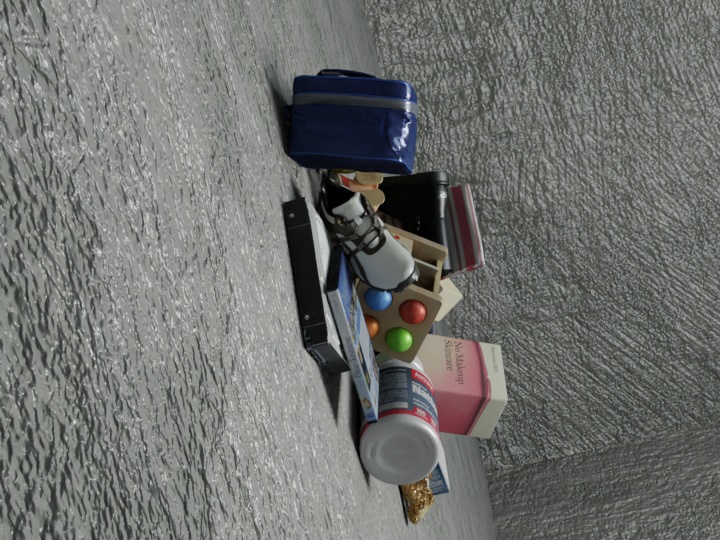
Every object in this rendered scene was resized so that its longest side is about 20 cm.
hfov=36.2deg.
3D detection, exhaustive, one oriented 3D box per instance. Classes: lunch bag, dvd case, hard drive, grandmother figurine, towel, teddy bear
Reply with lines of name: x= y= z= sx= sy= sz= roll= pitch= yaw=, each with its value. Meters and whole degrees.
lunch bag: x=-0.016 y=-0.217 z=1.575 sx=0.136 sy=0.196 sz=0.135 roll=32 pitch=63 yaw=-82
dvd case: x=-0.008 y=0.084 z=1.477 sx=0.143 sy=0.017 sz=0.203 roll=-86 pitch=161 yaw=-67
hard drive: x=-0.054 y=0.022 z=1.446 sx=0.140 sy=0.037 sz=0.204 roll=59 pitch=20 yaw=-66
grandmother figurine: x=-0.003 y=-0.093 z=1.757 sx=0.201 sy=0.059 sz=0.123 roll=112 pitch=-16 yaw=-64
towel: x=0.108 y=-0.046 z=1.814 sx=0.030 sy=0.197 sz=0.149 roll=22 pitch=53 yaw=-55
teddy bear: x=0.088 y=0.341 z=1.922 sx=0.145 sy=0.065 sz=0.204 roll=-50 pitch=133 yaw=-69

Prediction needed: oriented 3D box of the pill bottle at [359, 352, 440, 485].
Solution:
pill bottle: x=0.056 y=0.210 z=1.643 sx=0.201 sy=0.117 sz=0.121 roll=-91 pitch=165 yaw=-59

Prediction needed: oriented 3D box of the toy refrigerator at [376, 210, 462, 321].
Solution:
toy refrigerator: x=0.081 y=-0.009 z=1.883 sx=0.201 sy=0.070 sz=0.076 roll=54 pitch=18 yaw=28

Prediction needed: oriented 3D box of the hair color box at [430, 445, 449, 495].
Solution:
hair color box: x=0.121 y=0.341 z=2.118 sx=0.202 sy=0.059 sz=0.101 roll=70 pitch=10 yaw=-47

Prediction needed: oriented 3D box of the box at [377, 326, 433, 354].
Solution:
box: x=0.080 y=0.086 z=2.015 sx=0.201 sy=0.102 sz=0.151 roll=-86 pitch=170 yaw=-67

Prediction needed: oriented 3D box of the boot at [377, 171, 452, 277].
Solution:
boot: x=0.068 y=-0.066 z=1.778 sx=0.076 sy=0.198 sz=0.172 roll=4 pitch=85 yaw=-43

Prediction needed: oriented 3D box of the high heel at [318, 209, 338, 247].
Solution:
high heel: x=-0.016 y=-0.073 z=1.664 sx=0.200 sy=0.094 sz=0.069 roll=-78 pitch=153 yaw=-72

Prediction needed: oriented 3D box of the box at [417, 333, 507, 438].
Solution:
box: x=0.137 y=0.192 z=1.868 sx=0.129 sy=0.196 sz=0.110 roll=-92 pitch=-166 yaw=-46

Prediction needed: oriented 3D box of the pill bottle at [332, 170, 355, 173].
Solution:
pill bottle: x=-0.028 y=-0.214 z=1.748 sx=0.200 sy=0.112 sz=0.117 roll=-9 pitch=85 yaw=-82

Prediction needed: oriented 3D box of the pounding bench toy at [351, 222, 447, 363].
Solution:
pounding bench toy: x=0.036 y=0.064 z=1.656 sx=0.157 sy=0.122 sz=0.202 roll=-78 pitch=-170 yaw=-54

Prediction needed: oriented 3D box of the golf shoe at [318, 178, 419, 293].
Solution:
golf shoe: x=0.001 y=-0.049 z=1.505 sx=0.200 sy=0.077 sz=0.095 roll=43 pitch=-14 yaw=32

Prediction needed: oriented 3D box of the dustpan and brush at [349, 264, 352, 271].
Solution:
dustpan and brush: x=0.000 y=0.000 z=1.872 sx=0.140 sy=0.056 sz=0.203 roll=52 pitch=31 yaw=-49

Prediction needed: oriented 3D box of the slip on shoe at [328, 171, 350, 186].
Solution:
slip on shoe: x=-0.015 y=-0.129 z=1.903 sx=0.200 sy=0.060 sz=0.076 roll=44 pitch=35 yaw=-74
